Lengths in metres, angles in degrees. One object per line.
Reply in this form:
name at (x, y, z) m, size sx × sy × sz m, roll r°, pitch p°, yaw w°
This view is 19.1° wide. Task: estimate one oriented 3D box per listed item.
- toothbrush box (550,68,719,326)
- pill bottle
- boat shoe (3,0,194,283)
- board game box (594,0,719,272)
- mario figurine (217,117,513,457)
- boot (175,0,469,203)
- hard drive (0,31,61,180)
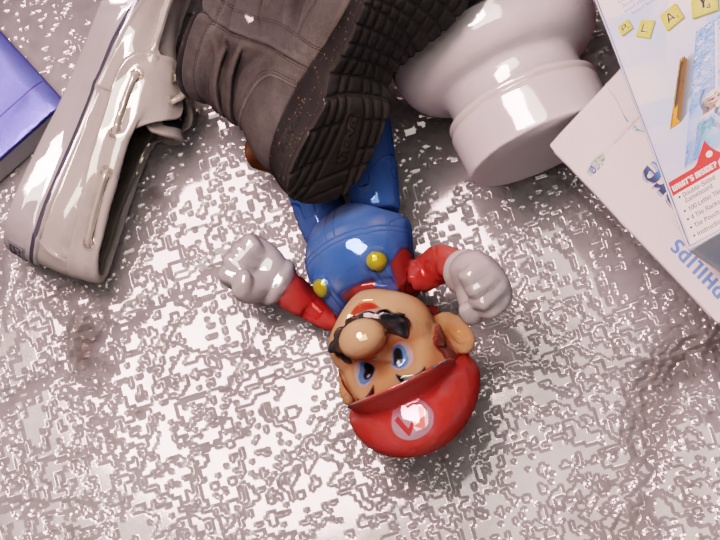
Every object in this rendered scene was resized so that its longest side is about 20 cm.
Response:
toothbrush box at (0.215, -0.076, 1.033) m, size 0.200 × 0.085 × 0.146 m, roll -47°, pitch 51°, yaw 9°
pill bottle at (0.055, -0.150, 1.122) m, size 0.111 × 0.111 × 0.200 m, roll -24°, pitch 74°, yaw 1°
boat shoe at (-0.123, -0.089, 1.154) m, size 0.066 × 0.072 × 0.200 m, roll 24°, pitch 82°, yaw 9°
board game box at (0.211, -0.130, 0.976) m, size 0.200 × 0.041 × 0.200 m, roll -30°, pitch 56°, yaw 24°
mario figurine at (0.000, 0.000, 1.090) m, size 0.106 × 0.123 × 0.200 m, roll -7°, pitch 65°, yaw -30°
boot at (-0.020, -0.146, 1.072) m, size 0.132 × 0.070 × 0.200 m, roll 47°, pitch 111°, yaw 37°
hard drive at (-0.275, -0.116, 1.204) m, size 0.132 × 0.025 × 0.200 m, roll -42°, pitch 75°, yaw -3°
